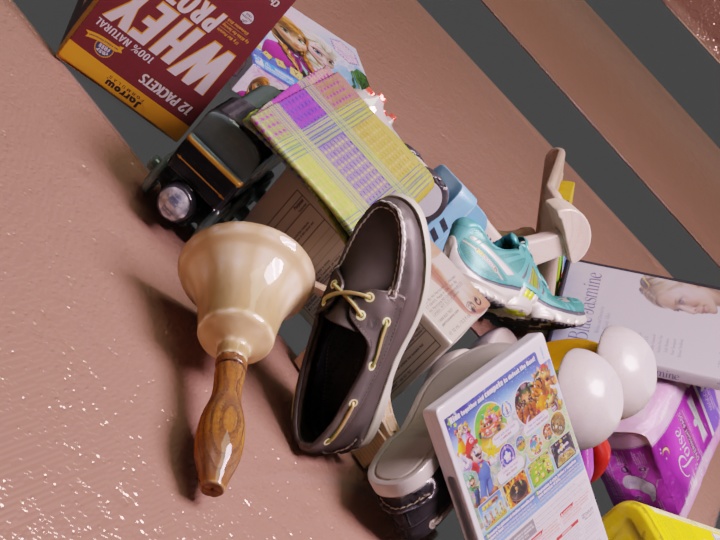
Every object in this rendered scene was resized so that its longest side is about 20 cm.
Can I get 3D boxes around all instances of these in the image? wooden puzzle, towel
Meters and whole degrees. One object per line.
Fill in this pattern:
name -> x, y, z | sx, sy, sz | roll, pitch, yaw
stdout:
wooden puzzle -> 0.202, -0.019, 1.526 | 0.037, 0.188, 0.200 | 6, 19, 6
towel -> -0.013, -0.096, 1.196 | 0.144, 0.023, 0.200 | 48, 27, -2

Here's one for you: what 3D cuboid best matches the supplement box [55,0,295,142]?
supplement box -> -0.153, -0.265, 1.305 | 0.132, 0.197, 0.201 | 35, 26, -21

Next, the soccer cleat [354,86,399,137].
soccer cleat -> 0.028, -0.099, 1.515 | 0.201, 0.077, 0.069 | 56, -9, -24

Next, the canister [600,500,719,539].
canister -> 0.308, 0.293, 1.306 | 0.199, 0.087, 0.149 | 23, 32, -39

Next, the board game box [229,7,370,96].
board game box -> -0.068, -0.220, 1.570 | 0.199, 0.041, 0.201 | 28, 29, -35

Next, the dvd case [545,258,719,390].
dvd case -> 0.288, 0.052, 1.420 | 0.197, 0.018, 0.143 | 11, 39, 10

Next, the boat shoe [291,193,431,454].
boat shoe -> -0.001, 0.042, 1.078 | 0.071, 0.204, 0.060 | 20, 11, 32

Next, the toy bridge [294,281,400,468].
toy bridge -> -0.023, 0.058, 1.162 | 0.027, 0.067, 0.201 | 4, 47, -56

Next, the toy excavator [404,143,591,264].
toy excavator -> 0.095, -0.036, 1.370 | 0.200, 0.194, 0.100 | 44, 4, -26

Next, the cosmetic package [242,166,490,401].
cosmetic package -> 0.000, 0.000, 1.232 | 0.200, 0.103, 0.087 | 48, 37, 3

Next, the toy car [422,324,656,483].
toy car -> 0.160, 0.133, 1.263 | 0.199, 0.173, 0.152 | -21, 106, -58

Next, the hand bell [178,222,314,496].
hand bell -> -0.091, 0.073, 1.015 | 0.104, 0.104, 0.202 | 33, 39, -26

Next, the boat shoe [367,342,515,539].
boat shoe -> 0.076, 0.129, 1.128 | 0.200, 0.073, 0.061 | -48, 126, -46

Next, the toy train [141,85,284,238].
toy train -> -0.106, -0.098, 1.216 | 0.085, 0.114, 0.200 | 45, 24, -1

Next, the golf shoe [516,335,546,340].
golf shoe -> 0.219, 0.134, 1.442 | 0.198, 0.073, 0.093 | 18, 42, -35

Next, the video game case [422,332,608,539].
video game case -> 0.125, 0.169, 1.111 | 0.143, 0.018, 0.202 | -29, 106, -42

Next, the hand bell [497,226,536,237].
hand bell -> 0.070, -0.041, 1.480 | 0.198, 0.105, 0.105 | 27, 27, -11

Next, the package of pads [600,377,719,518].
package of pads -> 0.301, 0.146, 1.426 | 0.200, 0.075, 0.121 | -50, 120, -44

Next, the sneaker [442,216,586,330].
sneaker -> 0.145, 0.008, 1.320 | 0.199, 0.077, 0.081 | 23, 71, -46
